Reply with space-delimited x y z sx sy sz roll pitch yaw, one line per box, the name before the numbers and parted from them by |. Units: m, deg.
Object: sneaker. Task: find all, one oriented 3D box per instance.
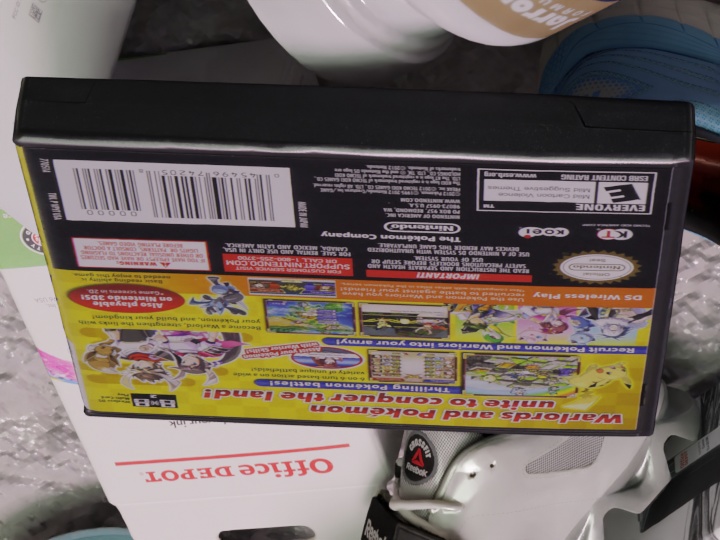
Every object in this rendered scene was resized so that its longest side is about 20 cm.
sneaker | 0.153 -0.028 0.864 0.198 0.090 0.079 7 134 6
sneaker | 0.030 0.094 0.958 0.089 0.200 0.074 45 165 -30

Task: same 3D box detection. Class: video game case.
video game case | 0.000 0.000 0.852 0.198 0.026 0.181 2 150 3

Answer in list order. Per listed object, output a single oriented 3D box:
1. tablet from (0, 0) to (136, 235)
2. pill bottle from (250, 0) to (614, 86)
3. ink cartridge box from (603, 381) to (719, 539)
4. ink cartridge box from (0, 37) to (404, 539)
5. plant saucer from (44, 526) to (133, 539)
tablet | -0.119 -0.119 0.853 0.130 0.014 0.201 38 130 19
pill bottle | 0.059 -0.134 0.763 0.199 0.116 0.116 -25 122 33
ink cartridge box | 0.187 0.099 0.977 0.144 0.084 0.200 35 132 -19
ink cartridge box | -0.051 0.019 0.978 0.116 0.068 0.201 -5 130 18
plant saucer | -0.076 0.191 1.133 0.199 0.036 0.201 9 115 20
